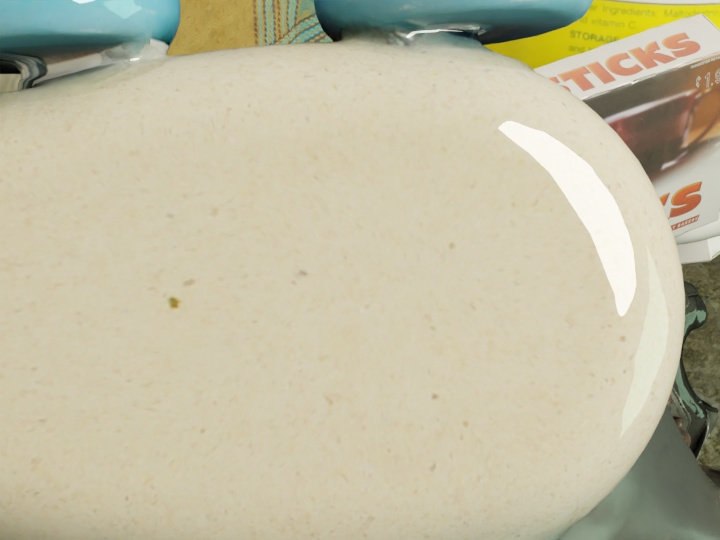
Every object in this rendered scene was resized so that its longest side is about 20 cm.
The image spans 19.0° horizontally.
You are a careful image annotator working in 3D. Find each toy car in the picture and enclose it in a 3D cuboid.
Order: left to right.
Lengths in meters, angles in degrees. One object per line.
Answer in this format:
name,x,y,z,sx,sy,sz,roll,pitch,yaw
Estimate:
toy car,-0.028,0.013,0.518,0.200,0.176,0.185,157,-71,-83

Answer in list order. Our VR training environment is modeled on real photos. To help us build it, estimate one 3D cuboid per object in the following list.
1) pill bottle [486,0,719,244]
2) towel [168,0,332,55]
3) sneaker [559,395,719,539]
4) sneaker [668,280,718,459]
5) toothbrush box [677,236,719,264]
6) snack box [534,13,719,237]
pill bottle,0.095,-0.117,0.738,0.109,0.109,0.201,-68,163,-68
towel,-0.038,-0.075,0.627,0.147,0.022,0.200,-38,144,-36
sneaker,0.095,0.058,0.765,0.200,0.075,0.107,2,89,-60
sneaker,0.126,0.090,1.016,0.066,0.090,0.201,-135,-134,-68
toothbrush box,0.072,-0.102,0.875,0.086,0.145,0.201,-30,111,-57
snack box,0.024,-0.017,0.655,0.024,0.200,0.072,52,-26,41
